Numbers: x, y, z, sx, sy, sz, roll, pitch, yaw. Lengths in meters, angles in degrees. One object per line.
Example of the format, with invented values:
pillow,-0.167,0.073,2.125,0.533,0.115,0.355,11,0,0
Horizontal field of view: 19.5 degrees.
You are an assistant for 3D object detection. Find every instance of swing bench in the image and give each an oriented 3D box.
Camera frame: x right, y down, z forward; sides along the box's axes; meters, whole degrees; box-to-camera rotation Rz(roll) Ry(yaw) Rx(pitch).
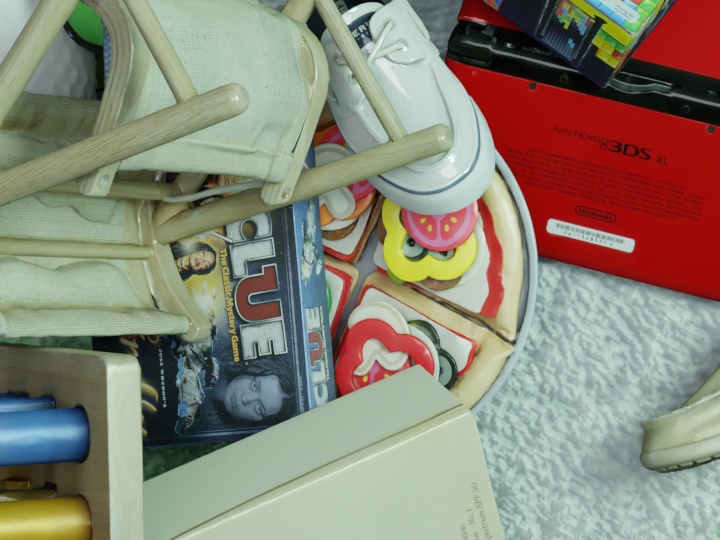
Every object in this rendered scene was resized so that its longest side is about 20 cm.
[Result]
swing bench,-0.099,-0.065,1.019,0.200,0.198,0.130,-37,71,24

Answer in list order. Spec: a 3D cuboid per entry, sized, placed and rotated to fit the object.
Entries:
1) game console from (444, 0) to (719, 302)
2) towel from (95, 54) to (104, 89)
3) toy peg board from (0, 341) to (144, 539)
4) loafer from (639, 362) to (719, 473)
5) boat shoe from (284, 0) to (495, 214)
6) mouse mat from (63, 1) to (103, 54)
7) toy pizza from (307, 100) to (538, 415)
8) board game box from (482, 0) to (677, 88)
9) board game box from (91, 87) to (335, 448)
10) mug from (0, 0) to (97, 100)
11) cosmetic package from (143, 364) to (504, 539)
game console,0.150,-0.098,1.171,0.198,0.119,0.173,14,119,8
towel,-0.179,-0.086,1.210,0.086,0.018,0.201,24,89,7
toy peg board,-0.187,0.140,1.024,0.097,0.200,0.201,-2,91,-30
loafer,0.229,0.042,1.127,0.199,0.076,0.069,-30,82,-6
boat shoe,0.003,-0.111,1.111,0.073,0.065,0.200,-36,53,0
mouse mat,-0.151,-0.190,1.135,0.008,0.161,0.201,-42,71,23
toy pizza,0.000,0.000,1.146,0.199,0.032,0.202,1,93,23
board game box,0.102,-0.219,1.132,0.200,0.057,0.165,38,60,8
board game box,-0.086,-0.006,1.148,0.135,0.035,0.202,-7,86,25
mug,-0.238,-0.093,1.118,0.198,0.148,0.177,11,92,3
cosmetic package,-0.033,0.139,1.075,0.199,0.073,0.104,-24,116,-15
